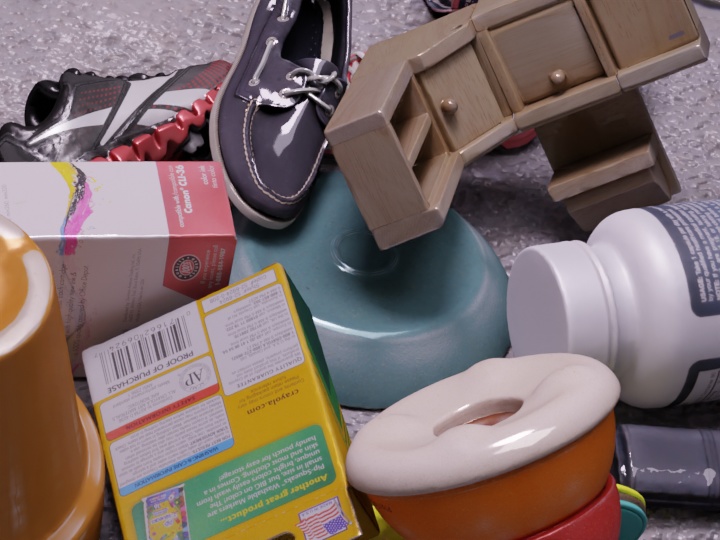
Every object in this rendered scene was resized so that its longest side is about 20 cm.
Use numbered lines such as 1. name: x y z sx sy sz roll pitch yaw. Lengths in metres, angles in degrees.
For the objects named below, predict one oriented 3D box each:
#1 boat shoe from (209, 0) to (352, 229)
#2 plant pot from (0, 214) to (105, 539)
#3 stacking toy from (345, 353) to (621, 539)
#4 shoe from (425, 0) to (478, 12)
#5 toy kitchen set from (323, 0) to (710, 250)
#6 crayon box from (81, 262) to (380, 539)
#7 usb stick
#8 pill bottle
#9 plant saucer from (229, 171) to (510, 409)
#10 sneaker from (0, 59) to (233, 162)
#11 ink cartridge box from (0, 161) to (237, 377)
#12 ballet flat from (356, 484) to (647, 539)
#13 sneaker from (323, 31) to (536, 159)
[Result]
1. boat shoe: -0.043 -0.116 1.541 0.073 0.063 0.200 26 47 -21
2. plant pot: -0.225 0.069 1.285 0.200 0.183 0.200 7 42 -6
3. stacking toy: 0.087 0.154 1.290 0.146 0.200 0.146 -18 13 4
4. shoe: 0.109 -0.188 1.729 0.091 0.072 0.200 -18 45 -27
5. toy kitchen set: 0.114 -0.075 1.504 0.200 0.163 0.180 -21 17 17
6. crayon box: -0.069 0.103 1.345 0.126 0.052 0.200 -24 46 6
7. usb stick: 0.240 0.117 1.456 0.200 0.033 0.055 4 42 -10
8. pill bottle: 0.195 0.019 1.486 0.200 0.120 0.120 -6 46 -20
9. plant saucer: 0.000 0.000 1.523 0.200 0.036 0.200 7 43 -6
10. sneaker: -0.149 -0.092 1.546 0.098 0.071 0.200 47 50 6
11. ink cartridge box: -0.179 0.000 1.420 0.200 0.117 0.068 0 45 -15
12. ballet flat: 0.059 0.135 1.372 0.200 0.067 0.067 -11 45 -21
13. sneaker: 0.028 -0.129 1.629 0.200 0.087 0.074 -4 45 -17
